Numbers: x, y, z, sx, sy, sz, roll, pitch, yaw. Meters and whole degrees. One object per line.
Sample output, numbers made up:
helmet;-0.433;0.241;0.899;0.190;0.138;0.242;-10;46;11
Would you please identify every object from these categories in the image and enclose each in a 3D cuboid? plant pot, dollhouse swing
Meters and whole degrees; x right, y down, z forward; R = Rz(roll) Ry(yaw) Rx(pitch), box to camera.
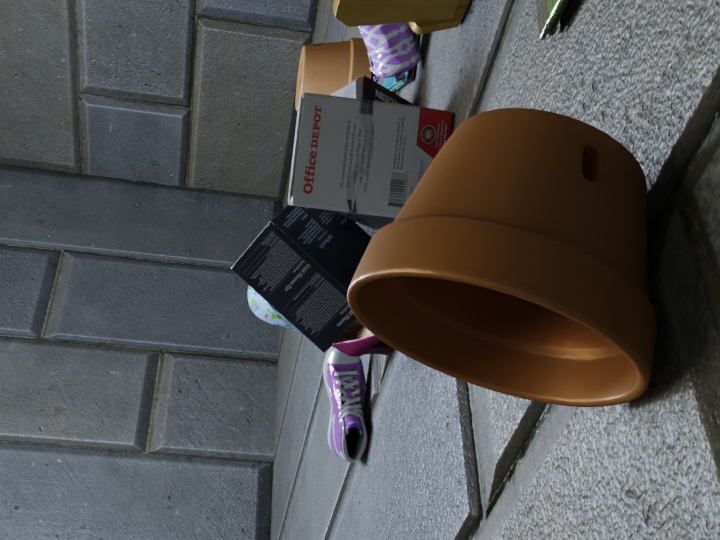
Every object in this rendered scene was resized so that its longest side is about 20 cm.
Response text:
plant pot;-0.061;-0.398;2.060;0.200;0.139;0.201;-175;90;-82
plant pot;0.106;-0.012;0.645;0.200;0.199;0.141;119;172;-69
dollhouse swing;0.064;-0.409;1.182;0.200;0.175;0.183;113;161;-66

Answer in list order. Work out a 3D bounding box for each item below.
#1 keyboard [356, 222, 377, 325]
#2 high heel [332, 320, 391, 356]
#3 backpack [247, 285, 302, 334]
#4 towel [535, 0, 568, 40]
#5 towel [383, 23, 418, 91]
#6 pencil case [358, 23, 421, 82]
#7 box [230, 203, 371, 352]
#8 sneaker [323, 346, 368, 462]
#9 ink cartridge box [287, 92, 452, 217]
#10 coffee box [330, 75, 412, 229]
keyboard;0.000;0.000;1.579;0.011;0.056;0.201;-38;29;45
high heel;0.012;0.072;1.445;0.200;0.096;0.068;106;166;-50
backpack;-0.121;0.028;2.007;0.147;0.199;0.184;-30;50;55
towel;0.182;-0.323;0.855;0.144;0.023;0.201;113;160;-61
towel;0.069;-0.379;1.631;0.200;0.022;0.147;-150;66;-80
pencil case;0.023;-0.389;1.473;0.084;0.085;0.201;-75;-36;-62
box;-0.062;-0.008;1.428;0.104;0.182;0.200;-47;2;26
sneaker;-0.015;0.224;1.639;0.114;0.072;0.202;-174;80;-78
ink cartridge box;0.009;-0.146;1.272;0.084;0.199;0.145;-161;77;-81
coffee box;0.013;-0.180;1.491;0.080;0.113;0.201;-19;60;43
